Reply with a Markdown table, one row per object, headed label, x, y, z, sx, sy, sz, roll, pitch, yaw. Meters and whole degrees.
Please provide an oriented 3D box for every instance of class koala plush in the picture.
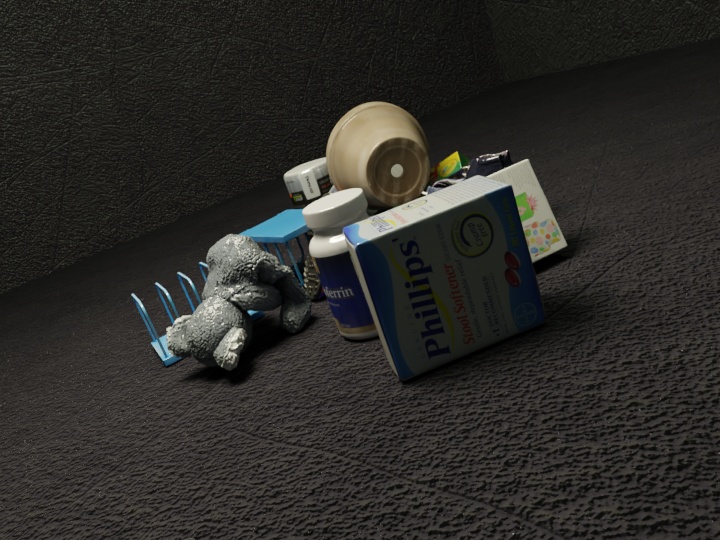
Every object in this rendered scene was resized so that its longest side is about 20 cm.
| label | x | y | z | sx | sy | sz | roll | pitch | yaw |
| --- | --- | --- | --- | --- | --- | --- | --- | --- | --- |
| koala plush | -0.211 | 0.066 | 0.946 | 0.176 | 0.185 | 0.201 | 11 | 54 | 32 |

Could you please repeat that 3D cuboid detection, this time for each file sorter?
| label | x | y | z | sx | sy | sz | roll | pitch | yaw |
| --- | --- | --- | --- | --- | --- | --- | --- | --- | --- |
| file sorter | -0.135 | -0.045 | 1.216 | 0.138 | 0.124 | 0.199 | -31 | 21 | -31 |
| file sorter | -0.310 | 0.064 | 1.111 | 0.199 | 0.124 | 0.138 | -27 | 20 | -23 |

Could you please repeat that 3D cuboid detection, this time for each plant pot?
| label | x | y | z | sx | sy | sz | roll | pitch | yaw |
| --- | --- | --- | --- | --- | --- | --- | --- | --- | --- |
| plant pot | 0.047 | -0.194 | 1.059 | 0.198 | 0.202 | 0.174 | -21 | 22 | -5 |

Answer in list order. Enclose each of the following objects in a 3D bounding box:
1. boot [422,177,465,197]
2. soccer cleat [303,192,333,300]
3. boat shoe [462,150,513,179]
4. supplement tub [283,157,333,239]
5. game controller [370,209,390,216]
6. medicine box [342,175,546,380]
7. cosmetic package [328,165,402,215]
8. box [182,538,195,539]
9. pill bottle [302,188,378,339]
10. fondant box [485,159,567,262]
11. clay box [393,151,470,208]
| label | x | y | z | sx | sy | sz | roll | pitch | yaw |
| --- | --- | --- | --- | --- | --- | --- | --- | --- | --- |
| boot | 0.130 | -0.109 | 1.009 | 0.072 | 0.091 | 0.199 | -35 | 20 | -27 |
| soccer cleat | -0.055 | -0.040 | 1.103 | 0.073 | 0.203 | 0.068 | 14 | -7 | -35 |
| boat shoe | 0.207 | -0.161 | 1.095 | 0.199 | 0.094 | 0.074 | -9 | 15 | 44 |
| supplement tub | -0.091 | -0.150 | 1.371 | 0.121 | 0.202 | 0.123 | -18 | 17 | 6 |
| game controller | 0.044 | -0.056 | 1.019 | 0.103 | 0.043 | 0.200 | -16 | 27 | -11 |
| medicine box | 0.102 | 0.006 | 0.731 | 0.198 | 0.184 | 0.103 | -22 | 17 | -5 |
| cosmetic package | 0.011 | -0.181 | 1.253 | 0.201 | 0.107 | 0.090 | -53 | 5 | -37 |
| box | -0.218 | 0.301 | 0.434 | 0.157 | 0.046 | 0.200 | -16 | 18 | 13 |
| pill bottle | -0.009 | -0.011 | 0.870 | 0.114 | 0.202 | 0.116 | -18 | 17 | 6 |
| fondant box | 0.189 | -0.060 | 0.882 | 0.198 | 0.146 | 0.058 | -24 | -3 | -12 |
| clay box | 0.154 | -0.151 | 1.200 | 0.199 | 0.048 | 0.114 | -32 | -36 | 34 |
